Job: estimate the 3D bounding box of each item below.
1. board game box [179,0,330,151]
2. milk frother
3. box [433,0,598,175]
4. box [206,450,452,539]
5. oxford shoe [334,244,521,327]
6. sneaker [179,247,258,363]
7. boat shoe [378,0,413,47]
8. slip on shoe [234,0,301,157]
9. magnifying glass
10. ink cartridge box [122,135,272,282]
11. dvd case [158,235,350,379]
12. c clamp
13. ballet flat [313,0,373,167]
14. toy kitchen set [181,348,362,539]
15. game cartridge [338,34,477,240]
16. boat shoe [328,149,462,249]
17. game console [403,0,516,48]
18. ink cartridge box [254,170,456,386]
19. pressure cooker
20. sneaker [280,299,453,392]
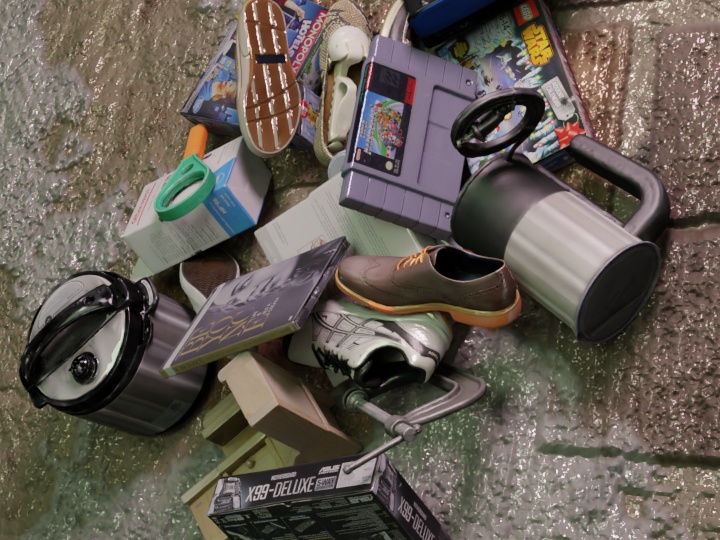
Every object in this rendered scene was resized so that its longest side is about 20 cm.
[{"bbox_3d":[-0.097,-0.234,1.615,0.200,0.062,0.200,31,91,36],"label":"board game box"},{"bbox_3d":[0.184,-0.059,1.272,0.188,0.200,0.181,40,103,37],"label":"milk frother"},{"bbox_3d":[0.168,-0.190,1.437,0.137,0.040,0.200,-27,59,22],"label":"box"},{"bbox_3d":[-0.029,0.260,1.321,0.200,0.158,0.050,-15,40,29],"label":"box"},{"bbox_3d":[0.064,0.001,1.310,0.199,0.073,0.071,7,44,23],"label":"oxford shoe"},{"bbox_3d":[-0.169,0.049,1.552,0.073,0.085,0.200,-10,35,-15],"label":"sneaker"},{"bbox_3d":[0.044,-0.224,1.520,0.065,0.073,0.201,11,70,11],"label":"boat shoe"},{"bbox_3d":[-0.118,-0.223,1.553,0.061,0.076,0.201,137,128,-63],"label":"slip on shoe"},{"bbox_3d":[-0.204,-0.122,1.567,0.079,0.022,0.200,-28,27,17],"label":"magnifying glass"},{"bbox_3d":[-0.214,-0.072,1.600,0.200,0.068,0.116,-25,29,24],"label":"ink cartridge box"},{"bbox_3d":[-0.113,0.039,1.388,0.200,0.016,0.149,-21,26,36],"label":"dvd case"},{"bbox_3d":[0.037,0.134,1.314,0.170,0.027,0.200,-23,12,-10],"label":"c clamp"},{"bbox_3d":[-0.016,-0.218,1.524,0.075,0.068,0.201,-165,82,-79],"label":"ballet flat"},{"bbox_3d":[-0.147,0.172,1.419,0.200,0.180,0.163,-41,54,9],"label":"toy kitchen set"},{"bbox_3d":[0.052,-0.143,1.382,0.038,0.129,0.201,-32,43,58],"label":"game cartridge"},{"bbox_3d":[0.053,-0.065,1.446,0.200,0.067,0.074,49,119,14],"label":"boat shoe"},{"bbox_3d":[0.133,-0.344,1.442,0.200,0.118,0.171,-26,54,9],"label":"game console"},{"bbox_3d":[0.000,0.000,1.423,0.176,0.045,0.200,-31,83,30],"label":"ink cartridge box"},{"bbox_3d":[-0.290,0.093,1.532,0.178,0.200,0.176,7,77,36],"label":"pressure cooker"},{"bbox_3d":[-0.006,0.082,1.354,0.200,0.076,0.088,-8,40,31],"label":"sneaker"}]
